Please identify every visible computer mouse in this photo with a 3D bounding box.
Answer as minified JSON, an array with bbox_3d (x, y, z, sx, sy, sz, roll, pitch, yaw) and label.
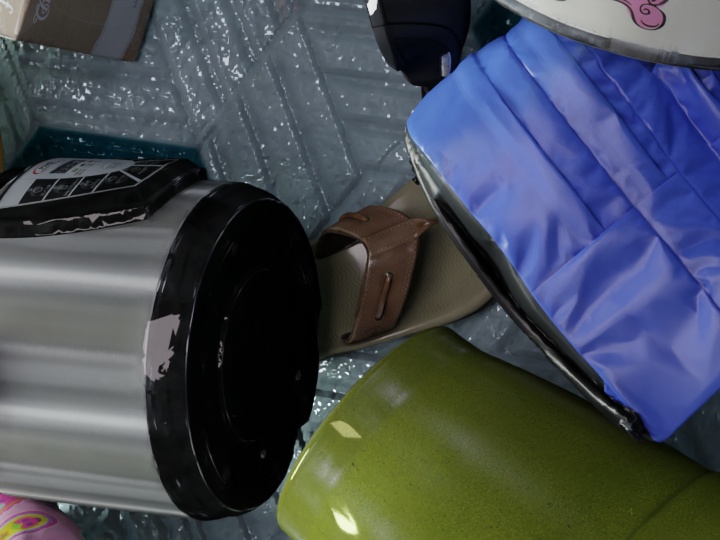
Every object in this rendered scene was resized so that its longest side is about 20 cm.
[{"bbox_3d":[0.030,-0.157,1.346,0.046,0.200,0.141,-12,77,7],"label":"computer mouse"}]

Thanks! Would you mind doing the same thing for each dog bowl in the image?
[{"bbox_3d":[0.142,-0.173,1.276,0.200,0.200,0.074,27,123,22],"label":"dog bowl"}]

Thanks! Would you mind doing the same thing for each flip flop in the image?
[{"bbox_3d":[0.000,0.000,1.419,0.200,0.058,0.081,-22,80,22],"label":"flip flop"}]

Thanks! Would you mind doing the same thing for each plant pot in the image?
[{"bbox_3d":[0.070,0.133,1.300,0.193,0.200,0.200,40,104,16],"label":"plant pot"}]

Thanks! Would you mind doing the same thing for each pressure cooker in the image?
[{"bbox_3d":[-0.140,0.035,1.369,0.200,0.176,0.179,5,62,24],"label":"pressure cooker"}]

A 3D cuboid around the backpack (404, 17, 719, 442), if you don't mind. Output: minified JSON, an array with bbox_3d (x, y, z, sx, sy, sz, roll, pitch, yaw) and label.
[{"bbox_3d":[0.130,-0.039,1.302,0.168,0.163,0.200,-44,82,4],"label":"backpack"}]

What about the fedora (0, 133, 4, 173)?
[{"bbox_3d":[-0.248,-0.053,1.469,0.201,0.082,0.201,-4,85,57],"label":"fedora"}]

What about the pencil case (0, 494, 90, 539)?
[{"bbox_3d":[-0.179,0.156,1.421,0.087,0.200,0.088,-3,102,-17],"label":"pencil case"}]

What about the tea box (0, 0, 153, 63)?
[{"bbox_3d":[-0.204,-0.239,1.476,0.197,0.134,0.200,21,97,24],"label":"tea box"}]
